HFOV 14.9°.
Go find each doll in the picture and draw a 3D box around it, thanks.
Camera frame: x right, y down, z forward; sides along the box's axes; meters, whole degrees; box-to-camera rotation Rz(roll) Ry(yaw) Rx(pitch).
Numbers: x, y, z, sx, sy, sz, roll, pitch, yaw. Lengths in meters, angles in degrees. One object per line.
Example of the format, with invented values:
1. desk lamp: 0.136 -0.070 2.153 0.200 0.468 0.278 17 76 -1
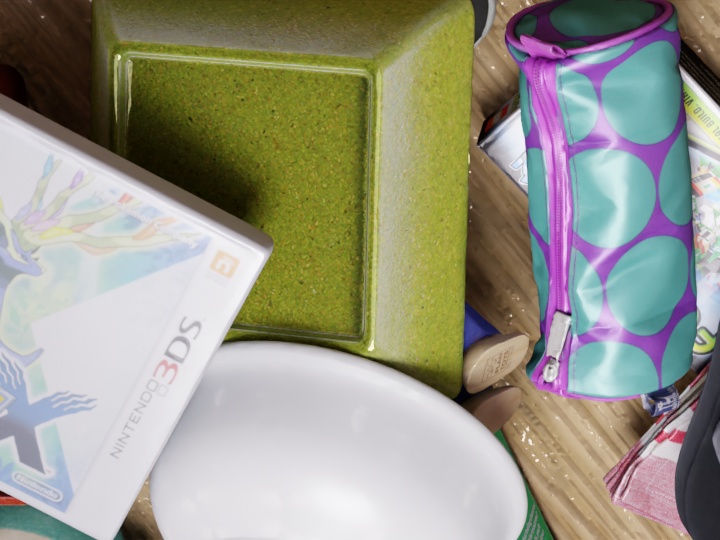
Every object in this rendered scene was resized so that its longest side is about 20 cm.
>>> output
1. doll: 0.000 0.000 1.405 0.200 0.048 0.137 38 143 29

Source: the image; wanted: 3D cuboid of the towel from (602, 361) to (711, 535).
1. towel: 0.239 0.079 1.430 0.143 0.023 0.200 25 123 -23

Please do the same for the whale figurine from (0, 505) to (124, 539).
1. whale figurine: -0.164 0.188 1.551 0.158 0.104 0.200 -17 135 32

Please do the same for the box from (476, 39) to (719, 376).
1. box: 0.167 -0.033 1.409 0.110 0.035 0.200 -40 103 24

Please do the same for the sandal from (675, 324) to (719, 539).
1. sandal: 0.200 0.079 1.365 0.076 0.043 0.201 -13 130 -15

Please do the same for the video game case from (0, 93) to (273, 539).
1. video game case: -0.168 0.014 1.303 0.199 0.022 0.183 27 115 -5

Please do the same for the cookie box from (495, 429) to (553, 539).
1. cookie box: 0.020 0.176 1.511 0.170 0.075 0.201 -19 112 20

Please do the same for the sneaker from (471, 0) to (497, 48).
1. sneaker: -0.025 -0.099 1.383 0.199 0.088 0.076 -20 109 17

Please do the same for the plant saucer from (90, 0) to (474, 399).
1. plant saucer: -0.049 -0.039 1.327 0.198 0.048 0.201 6 102 19

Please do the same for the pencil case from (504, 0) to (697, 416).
1. pencil case: 0.117 -0.033 1.347 0.085 0.092 0.201 16 122 41

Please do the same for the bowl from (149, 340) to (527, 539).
1. bowl: -0.023 0.128 1.357 0.200 0.091 0.202 13 146 9

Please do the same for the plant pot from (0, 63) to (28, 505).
1. plant pot: -0.248 -0.012 1.411 0.199 0.176 0.201 0 116 8
